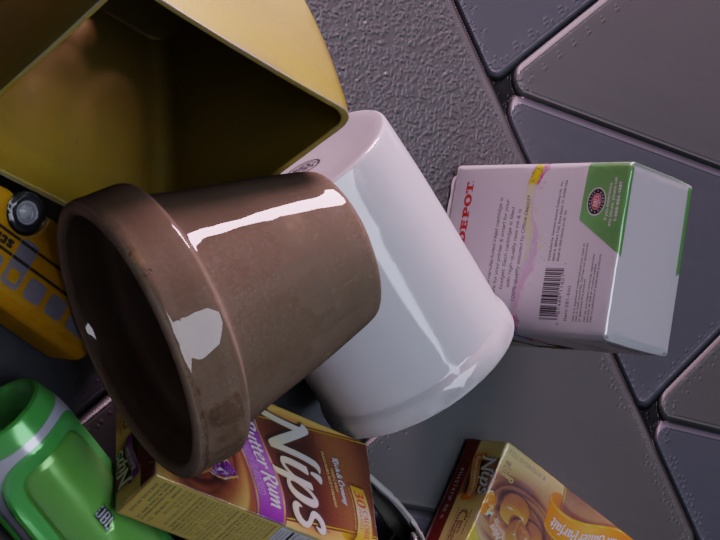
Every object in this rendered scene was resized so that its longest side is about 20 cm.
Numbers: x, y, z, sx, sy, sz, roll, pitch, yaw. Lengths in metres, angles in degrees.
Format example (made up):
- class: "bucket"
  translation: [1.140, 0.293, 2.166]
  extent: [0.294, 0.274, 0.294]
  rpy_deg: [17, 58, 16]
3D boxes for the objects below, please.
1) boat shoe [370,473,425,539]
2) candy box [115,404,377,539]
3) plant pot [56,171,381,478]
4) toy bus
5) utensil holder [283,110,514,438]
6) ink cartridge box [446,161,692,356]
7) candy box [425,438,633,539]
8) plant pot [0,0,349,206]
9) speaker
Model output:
- class: "boat shoe"
  translation: [0.026, 0.232, 1.608]
  extent: [0.072, 0.066, 0.200]
  rpy_deg: [-44, 116, -30]
- class: "candy box"
  translation: [-0.083, 0.152, 1.443]
  extent: [0.200, 0.056, 0.117]
  rpy_deg: [26, 36, -30]
- class: "plant pot"
  translation: [-0.085, 0.016, 1.327]
  extent: [0.174, 0.200, 0.201]
  rpy_deg: [-24, 106, -22]
- class: "toy bus"
  translation: [-0.235, 0.000, 1.394]
  extent: [0.200, 0.065, 0.078]
  rpy_deg: [39, 68, -33]
- class: "utensil holder"
  translation: [0.000, 0.000, 1.521]
  extent: [0.170, 0.170, 0.200]
  rpy_deg: [-43, 113, -30]
- class: "ink cartridge box"
  translation: [0.164, -0.010, 1.632]
  extent: [0.084, 0.200, 0.145]
  rpy_deg: [16, 81, -41]
- class: "candy box"
  translation: [0.151, 0.245, 1.716]
  extent: [0.200, 0.055, 0.116]
  rpy_deg: [39, 67, -33]
- class: "plant pot"
  translation: [-0.150, -0.163, 1.372]
  extent: [0.200, 0.200, 0.177]
  rpy_deg: [28, 42, -36]
- class: "speaker"
  translation: [-0.204, 0.174, 1.410]
  extent: [0.088, 0.088, 0.200]
  rpy_deg: [-49, 119, -28]
